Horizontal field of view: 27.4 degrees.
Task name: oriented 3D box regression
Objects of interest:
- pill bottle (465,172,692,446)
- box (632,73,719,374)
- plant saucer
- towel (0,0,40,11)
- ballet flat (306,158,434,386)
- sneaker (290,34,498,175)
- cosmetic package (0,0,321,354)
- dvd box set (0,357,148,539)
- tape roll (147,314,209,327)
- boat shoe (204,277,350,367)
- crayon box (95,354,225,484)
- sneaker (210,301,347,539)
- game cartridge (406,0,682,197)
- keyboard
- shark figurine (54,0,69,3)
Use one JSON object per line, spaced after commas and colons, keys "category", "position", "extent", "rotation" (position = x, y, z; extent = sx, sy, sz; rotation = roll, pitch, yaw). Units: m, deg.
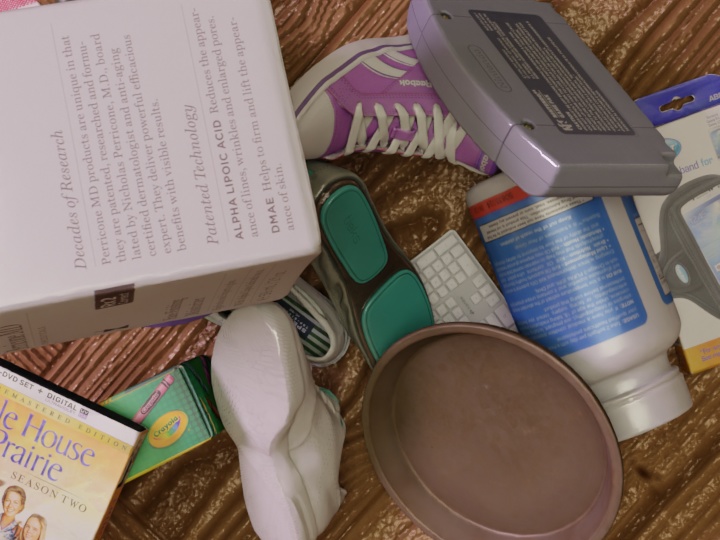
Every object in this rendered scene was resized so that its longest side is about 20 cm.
{"category": "pill bottle", "position": [0.159, 0.016, 1.044], "extent": [0.111, 0.112, 0.202], "rotation": [-22, 88, 3]}
{"category": "box", "position": [0.261, -0.039, 1.075], "extent": [0.118, 0.041, 0.202], "rotation": [-19, 91, 3]}
{"category": "plant saucer", "position": [0.094, 0.121, 1.041], "extent": [0.198, 0.029, 0.202], "rotation": [15, 123, 24]}
{"category": "towel", "position": [-0.246, -0.083, 0.956], "extent": [0.145, 0.030, 0.202], "rotation": [-23, 84, -15]}
{"category": "ballet flat", "position": [0.000, 0.000, 1.057], "extent": [0.067, 0.063, 0.201], "rotation": [-39, 130, -17]}
{"category": "sneaker", "position": [0.038, -0.103, 1.009], "extent": [0.199, 0.073, 0.114], "rotation": [-26, 59, -34]}
{"category": "cosmetic package", "position": [-0.143, -0.057, 0.870], "extent": [0.197, 0.165, 0.167], "rotation": [-11, 81, -12]}
{"category": "dvd box set", "position": [-0.246, 0.167, 0.985], "extent": [0.145, 0.029, 0.202], "rotation": [25, 92, 2]}
{"category": "tape roll", "position": [-0.149, -0.068, 1.038], "extent": [0.197, 0.085, 0.203], "rotation": [-5, 71, 13]}
{"category": "boat shoe", "position": [-0.094, 0.003, 1.078], "extent": [0.198, 0.067, 0.074], "rotation": [27, 91, 2]}
{"category": "crayon box", "position": [-0.194, 0.131, 1.057], "extent": [0.198, 0.119, 0.059], "rotation": [-27, 89, 2]}
{"category": "sneaker", "position": [-0.047, 0.098, 1.046], "extent": [0.075, 0.088, 0.202], "rotation": [19, 128, 36]}
{"category": "game cartridge", "position": [0.114, -0.121, 0.992], "extent": [0.132, 0.042, 0.201], "rotation": [-5, 46, -29]}
{"category": "keyboard", "position": [0.106, 0.066, 1.097], "extent": [0.056, 0.011, 0.201], "rotation": [-36, 89, 2]}
{"category": "shark figurine", "position": [-0.166, -0.232, 0.988], "extent": [0.127, 0.090, 0.216], "rotation": [30, 69, 7]}
